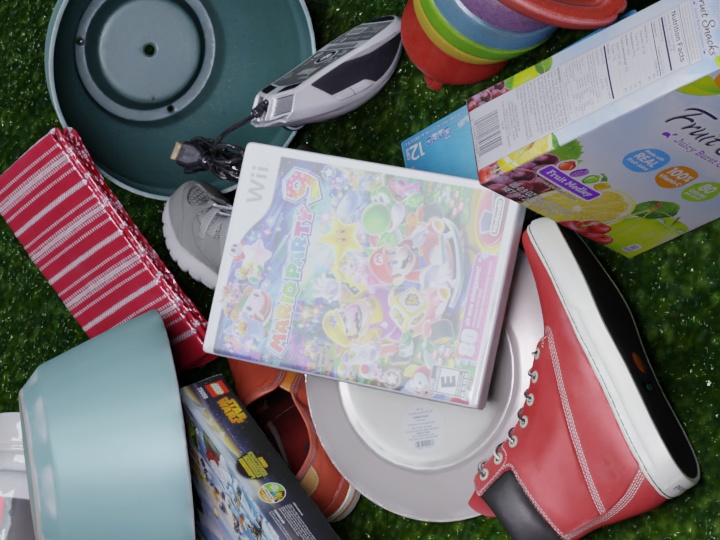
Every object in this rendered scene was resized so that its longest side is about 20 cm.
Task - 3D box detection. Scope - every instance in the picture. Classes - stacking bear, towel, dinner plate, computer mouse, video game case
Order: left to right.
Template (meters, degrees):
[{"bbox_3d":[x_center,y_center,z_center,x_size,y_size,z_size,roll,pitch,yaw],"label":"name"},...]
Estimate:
[{"bbox_3d":[-0.187,-0.002,1.808,0.201,0.022,0.144,55,146,-3],"label":"towel"},{"bbox_3d":[-0.039,-0.117,1.764,0.200,0.044,0.109,-35,17,-23],"label":"computer mouse"},{"bbox_3d":[0.002,0.002,1.609,0.199,0.018,0.144,10,87,24],"label":"video game case"},{"bbox_3d":[0.046,0.066,1.635,0.199,0.024,0.202,0,89,29],"label":"dinner plate"},{"bbox_3d":[0.086,-0.186,1.659,0.200,0.113,0.122,135,135,-66],"label":"stacking bear"}]

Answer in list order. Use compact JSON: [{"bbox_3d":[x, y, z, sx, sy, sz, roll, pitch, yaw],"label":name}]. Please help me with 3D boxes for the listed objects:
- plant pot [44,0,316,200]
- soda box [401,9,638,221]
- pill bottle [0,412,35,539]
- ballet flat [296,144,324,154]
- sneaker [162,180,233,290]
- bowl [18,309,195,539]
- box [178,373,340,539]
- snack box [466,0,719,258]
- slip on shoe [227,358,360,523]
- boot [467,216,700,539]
[{"bbox_3d":[-0.147,-0.160,1.845,0.201,0.199,0.134,-65,21,1],"label":"plant pot"},{"bbox_3d":[0.125,-0.090,1.643,0.199,0.064,0.068,-29,56,31],"label":"soda box"},{"bbox_3d":[-0.247,0.211,1.823,0.110,0.110,0.201,-7,69,40],"label":"pill bottle"},{"bbox_3d":[0.000,0.000,1.726,0.068,0.068,0.201,-18,72,25],"label":"ballet flat"},{"bbox_3d":[-0.071,-0.017,1.723,0.200,0.074,0.082,47,117,48],"label":"sneaker"},{"bbox_3d":[-0.180,0.133,1.723,0.201,0.104,0.202,174,90,-81],"label":"bowl"},{"bbox_3d":[-0.065,0.184,1.668,0.200,0.040,0.138,51,150,41],"label":"box"},{"bbox_3d":[0.193,-0.092,1.511,0.199,0.168,0.068,-27,59,32],"label":"snack box"},{"bbox_3d":[-0.058,0.088,1.740,0.074,0.061,0.201,-42,49,23],"label":"slip on shoe"},{"bbox_3d":[0.111,0.077,1.563,0.144,0.072,0.201,-30,67,22],"label":"boot"}]
